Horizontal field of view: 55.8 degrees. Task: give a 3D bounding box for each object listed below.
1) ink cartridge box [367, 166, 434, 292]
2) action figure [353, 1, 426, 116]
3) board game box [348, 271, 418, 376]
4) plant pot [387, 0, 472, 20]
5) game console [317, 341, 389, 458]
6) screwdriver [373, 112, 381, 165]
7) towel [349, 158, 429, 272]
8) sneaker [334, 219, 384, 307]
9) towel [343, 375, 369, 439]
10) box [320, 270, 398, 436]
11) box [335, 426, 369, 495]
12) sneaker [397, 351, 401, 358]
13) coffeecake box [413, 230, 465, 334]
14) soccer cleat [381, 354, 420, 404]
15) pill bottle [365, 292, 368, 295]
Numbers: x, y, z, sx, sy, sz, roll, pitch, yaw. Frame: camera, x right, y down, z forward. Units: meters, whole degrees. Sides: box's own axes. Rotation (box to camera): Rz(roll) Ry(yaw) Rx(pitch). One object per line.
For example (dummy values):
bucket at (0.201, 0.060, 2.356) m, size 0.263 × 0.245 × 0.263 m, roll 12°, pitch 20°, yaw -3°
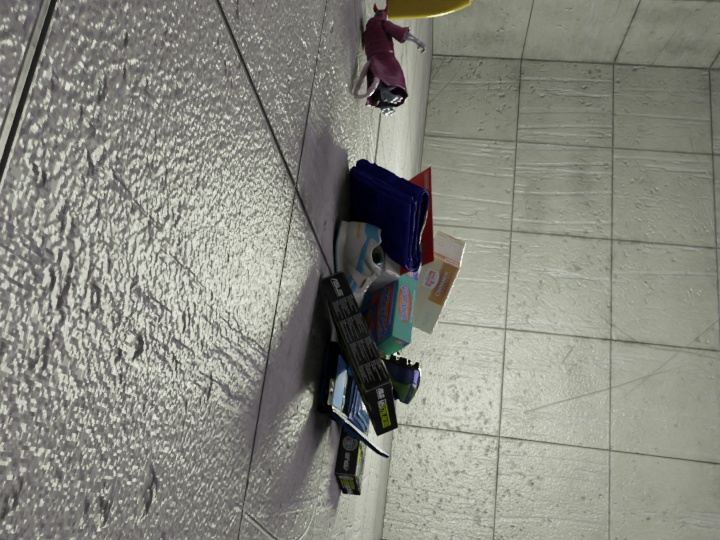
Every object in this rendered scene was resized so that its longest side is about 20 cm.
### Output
ink cartridge box at (0.061, -0.082, 1.277) m, size 0.175 × 0.044 × 0.203 m, roll -29°, pitch -129°, yaw 45°
action figure at (0.030, -0.391, 1.236) m, size 0.147 × 0.133 × 0.204 m, roll -3°, pitch 84°, yaw -40°
board game box at (0.036, 0.101, 1.310) m, size 0.200 × 0.044 × 0.154 m, roll -43°, pitch -149°, yaw 49°
plant pot at (0.173, -0.699, 1.614) m, size 0.195 × 0.196 × 0.199 m, roll -66°, pitch 159°, yaw -67°
game console at (-0.002, 0.230, 1.193) m, size 0.200 × 0.116 × 0.174 m, roll 72°, pitch 24°, yaw -73°
screwdriver at (0.031, -0.250, 1.483) m, size 0.029 × 0.028 × 0.204 m, roll 11°, pitch 81°, yaw -53°
towel at (0.040, -0.099, 1.192) m, size 0.199 × 0.049 × 0.150 m, roll 37°, pitch -51°, yaw 49°
sneaker at (0.000, 0.000, 1.195) m, size 0.202 × 0.079 × 0.077 m, roll 88°, pitch 8°, yaw -49°
towel at (0.000, 0.236, 1.406) m, size 0.112 × 0.048 × 0.203 m, roll 65°, pitch 28°, yaw -51°
box at (0.000, 0.133, 1.066) m, size 0.194 × 0.047 × 0.202 m, roll 82°, pitch -14°, yaw -56°
box at (-0.012, 0.368, 1.487) m, size 0.161 × 0.043 × 0.203 m, roll 81°, pitch 15°, yaw -58°
sneaker at (0.103, 0.188, 2.102) m, size 0.077 × 0.082 × 0.203 m, roll -74°, pitch 167°, yaw -58°
coffeecake box at (0.157, 0.021, 1.440) m, size 0.200 × 0.072 × 0.156 m, roll -54°, pitch 166°, yaw -69°
soccer cleat at (0.034, 0.188, 1.190) m, size 0.199 × 0.064 × 0.085 m, roll -4°, pitch -111°, yaw 61°
pill bottle at (0.057, 0.059, 1.540) m, size 0.201 × 0.112 × 0.116 m, roll -71°, pitch 164°, yaw -64°
